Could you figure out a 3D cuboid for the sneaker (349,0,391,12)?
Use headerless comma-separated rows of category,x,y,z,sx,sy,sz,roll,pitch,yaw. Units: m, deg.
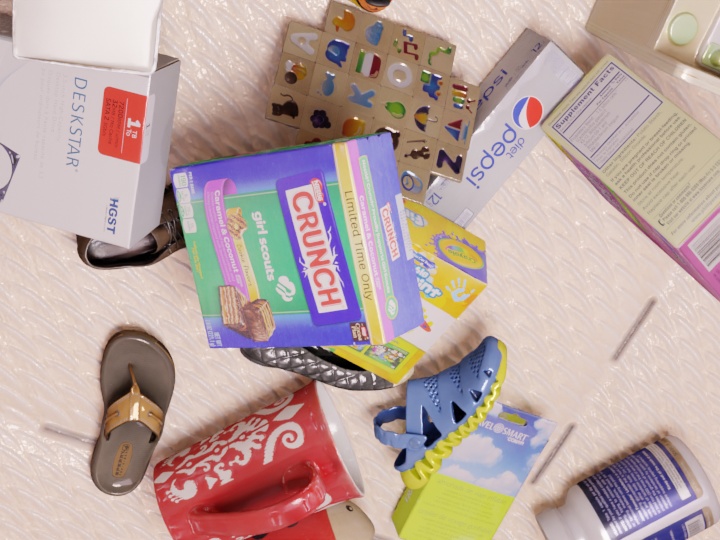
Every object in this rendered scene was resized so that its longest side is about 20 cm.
sneaker,0.023,-0.329,0.922,0.069,0.090,0.203,1,114,-14

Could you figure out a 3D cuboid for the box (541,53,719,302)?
box,0.298,-0.083,1.005,0.097,0.201,0.175,-46,142,10

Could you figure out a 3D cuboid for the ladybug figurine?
ladybug figurine,-0.082,0.308,1.166,0.198,0.136,0.073,-23,88,-9

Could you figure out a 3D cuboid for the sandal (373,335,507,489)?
sandal,0.083,0.145,1.125,0.087,0.080,0.201,36,109,-5

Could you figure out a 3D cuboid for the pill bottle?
pill bottle,0.318,0.292,1.254,0.198,0.116,0.117,-27,117,0

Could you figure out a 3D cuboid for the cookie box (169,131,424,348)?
cookie box,-0.057,-0.023,0.915,0.198,0.075,0.174,-4,102,34

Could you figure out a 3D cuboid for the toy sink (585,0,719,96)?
toy sink,0.322,-0.236,0.974,0.129,0.200,0.113,16,110,-18

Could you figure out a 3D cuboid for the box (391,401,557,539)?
box,0.131,0.235,1.222,0.120,0.048,0.202,20,107,-21

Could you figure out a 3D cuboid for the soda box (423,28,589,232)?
soda box,0.134,-0.139,1.045,0.063,0.068,0.201,35,101,-24

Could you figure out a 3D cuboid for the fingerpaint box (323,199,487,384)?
fingerpaint box,0.000,0.000,1.038,0.198,0.074,0.167,27,126,-17

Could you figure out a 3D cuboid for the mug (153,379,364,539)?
mug,-0.113,0.212,1.095,0.198,0.178,0.135,-23,78,3

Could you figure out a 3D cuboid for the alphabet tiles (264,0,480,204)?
alphabet tiles,0.015,-0.158,0.983,0.197,0.006,0.169,16,74,-13

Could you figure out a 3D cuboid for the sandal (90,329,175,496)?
sandal,-0.243,0.158,1.094,0.081,0.055,0.203,12,110,-18

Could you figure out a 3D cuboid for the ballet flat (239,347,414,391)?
ballet flat,-0.032,0.084,1.103,0.197,0.067,0.057,13,121,-17

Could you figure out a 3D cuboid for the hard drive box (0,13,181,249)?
hard drive box,-0.269,-0.126,0.910,0.197,0.077,0.158,14,111,6

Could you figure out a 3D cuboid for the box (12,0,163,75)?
box,-0.217,-0.248,0.839,0.107,0.200,0.130,4,113,-15

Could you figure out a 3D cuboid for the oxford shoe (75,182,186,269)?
oxford shoe,-0.176,-0.044,1.006,0.198,0.085,0.073,-24,115,-4
